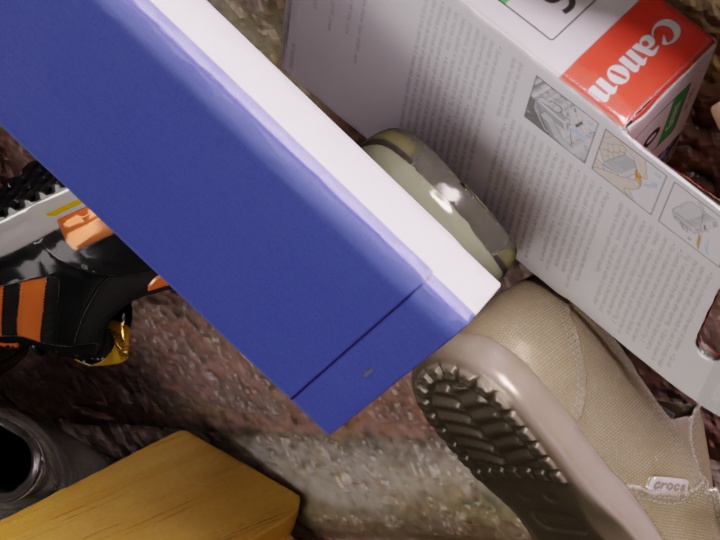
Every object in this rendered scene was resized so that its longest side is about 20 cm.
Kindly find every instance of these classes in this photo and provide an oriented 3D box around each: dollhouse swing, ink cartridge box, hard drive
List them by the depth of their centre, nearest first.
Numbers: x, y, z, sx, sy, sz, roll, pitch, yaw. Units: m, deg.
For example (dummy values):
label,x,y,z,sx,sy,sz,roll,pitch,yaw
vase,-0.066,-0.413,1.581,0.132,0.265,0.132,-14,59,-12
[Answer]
label,x,y,z,sx,sy,sz,roll,pitch,yaw
ink cartridge box,0.064,-0.051,0.747,0.200,0.050,0.109,39,154,15
hard drive,-0.056,-0.038,0.759,0.200,0.025,0.132,44,152,-2
dollhouse swing,-0.078,0.210,1.029,0.176,0.181,0.201,45,142,26

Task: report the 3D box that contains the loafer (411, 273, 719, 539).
label,x,y,z,sx,sy,sz,roll,pitch,yaw
loafer,0.096,0.078,0.815,0.075,0.068,0.200,9,144,48

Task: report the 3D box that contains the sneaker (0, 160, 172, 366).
label,x,y,z,sx,sy,sz,roll,pitch,yaw
sneaker,-0.142,0.013,0.962,0.199,0.070,0.090,-26,109,24

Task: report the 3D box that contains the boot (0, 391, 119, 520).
label,x,y,z,sx,sy,sz,roll,pitch,yaw
boot,-0.199,0.069,1.059,0.199,0.068,0.131,17,167,28

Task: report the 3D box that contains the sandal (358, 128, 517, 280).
label,x,y,z,sx,sy,sz,roll,pitch,yaw
sandal,-0.001,-0.001,0.817,0.080,0.057,0.201,40,168,0

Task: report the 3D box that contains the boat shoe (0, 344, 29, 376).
label,x,y,z,sx,sy,sz,roll,pitch,yaw
boat shoe,-0.206,-0.039,1.023,0.073,0.074,0.201,-21,105,51

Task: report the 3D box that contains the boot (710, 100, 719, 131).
label,x,y,z,sx,sy,sz,roll,pitch,yaw
boot,0.131,-0.120,0.627,0.155,0.077,0.201,-34,83,45
